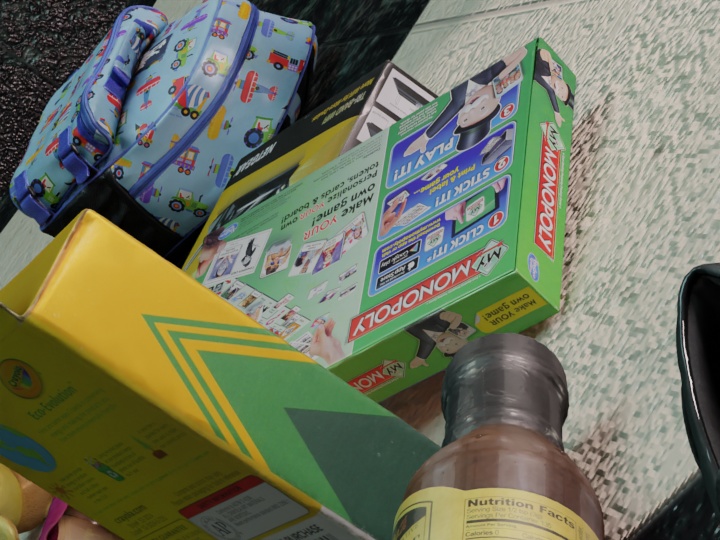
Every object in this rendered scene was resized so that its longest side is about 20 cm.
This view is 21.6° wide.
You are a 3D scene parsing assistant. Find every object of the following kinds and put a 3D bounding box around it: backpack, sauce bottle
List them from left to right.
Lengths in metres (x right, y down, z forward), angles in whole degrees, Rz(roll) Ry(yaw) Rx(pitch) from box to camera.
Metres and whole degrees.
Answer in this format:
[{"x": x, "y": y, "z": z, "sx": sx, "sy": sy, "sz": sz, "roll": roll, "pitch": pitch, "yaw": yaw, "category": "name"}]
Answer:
[{"x": -0.124, "y": -0.106, "z": 1.284, "sx": 0.200, "sy": 0.134, "sz": 0.183, "roll": -38, "pitch": 24, "yaw": 41, "category": "backpack"}, {"x": 0.038, "y": 0.091, "z": 0.524, "sx": 0.065, "sy": 0.064, "sz": 0.201, "roll": -48, "pitch": 16, "yaw": 27, "category": "sauce bottle"}]

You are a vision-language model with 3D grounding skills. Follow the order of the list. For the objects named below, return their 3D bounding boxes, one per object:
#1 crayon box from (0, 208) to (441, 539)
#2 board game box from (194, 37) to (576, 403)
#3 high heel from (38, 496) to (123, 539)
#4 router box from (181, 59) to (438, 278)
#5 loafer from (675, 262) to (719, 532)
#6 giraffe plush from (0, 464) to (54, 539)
[{"x": -0.076, "y": 0.053, "z": 0.687, "sx": 0.127, "sy": 0.199, "sz": 0.051, "roll": -31, "pitch": 29, "yaw": 56, "category": "crayon box"}, {"x": 0.000, "y": 0.000, "z": 0.780, "sx": 0.199, "sy": 0.029, "sz": 0.135, "roll": -28, "pitch": 36, "yaw": 34, "category": "board game box"}, {"x": -0.128, "y": 0.126, "z": 0.935, "sx": 0.097, "sy": 0.067, "sz": 0.200, "roll": -71, "pitch": 15, "yaw": -12, "category": "high heel"}, {"x": -0.041, "y": -0.006, "z": 0.974, "sx": 0.200, "sy": 0.052, "sz": 0.158, "roll": -26, "pitch": 34, "yaw": 62, "category": "router box"}, {"x": 0.103, "y": 0.056, "z": 0.381, "sx": 0.068, "sy": 0.070, "sz": 0.201, "roll": -51, "pitch": 16, "yaw": 17, "category": "loafer"}, {"x": -0.241, "y": 0.106, "z": 1.209, "sx": 0.172, "sy": 0.198, "sz": 0.164, "roll": 172, "pitch": 101, "yaw": -65, "category": "giraffe plush"}]
